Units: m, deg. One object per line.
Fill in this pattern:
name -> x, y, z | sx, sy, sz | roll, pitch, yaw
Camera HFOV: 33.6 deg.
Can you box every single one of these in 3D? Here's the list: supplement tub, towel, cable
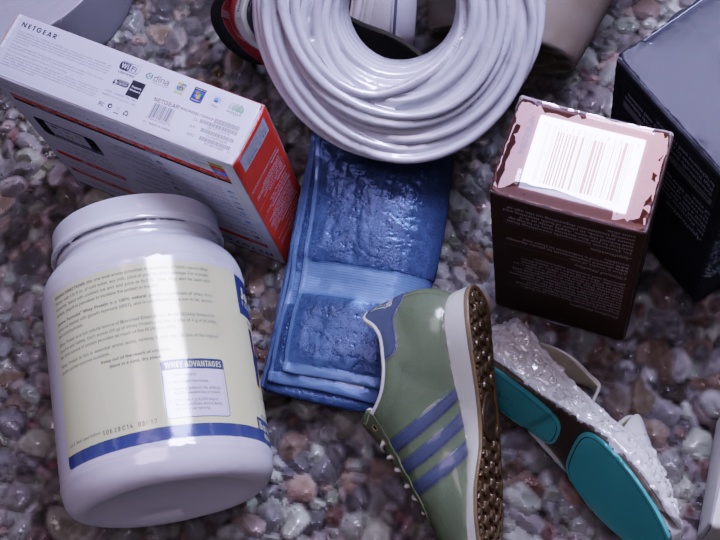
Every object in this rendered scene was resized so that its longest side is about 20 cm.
supplement tub -> -0.145, 0.064, 0.832 | 0.143, 0.145, 0.202 | -13, 68, 3
towel -> 0.000, 0.000, 0.869 | 0.110, 0.049, 0.202 | 10, 82, 11
cable -> 0.025, -0.177, 0.811 | 0.197, 0.069, 0.202 | 12, 109, 0

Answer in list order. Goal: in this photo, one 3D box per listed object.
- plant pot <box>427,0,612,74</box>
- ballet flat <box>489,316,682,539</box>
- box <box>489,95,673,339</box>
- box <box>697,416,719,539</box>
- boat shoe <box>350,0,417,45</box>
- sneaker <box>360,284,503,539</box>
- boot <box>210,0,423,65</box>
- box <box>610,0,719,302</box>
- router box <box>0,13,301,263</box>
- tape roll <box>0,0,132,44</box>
plant pot -> 0.129, -0.249, 0.902 | 0.198, 0.200, 0.176 | 13, 88, 13
ballet flat -> 0.155, 0.104, 0.818 | 0.072, 0.072, 0.200 | -42, 70, -9
box -> 0.144, -0.028, 0.794 | 0.099, 0.200, 0.076 | 16, 70, 13
box -> 0.326, 0.153, 0.765 | 0.198, 0.078, 0.096 | 12, 72, 12
boat shoe -> 0.011, -0.272, 0.934 | 0.069, 0.071, 0.202 | 1, 108, -2
sneaker -> 0.045, 0.111, 0.811 | 0.089, 0.067, 0.203 | -2, 96, 22
boot -> -0.023, -0.160, 0.940 | 0.199, 0.144, 0.073 | 32, 88, -20
box -> 0.278, -0.107, 0.804 | 0.196, 0.200, 0.118 | -34, 68, -5
router box -> -0.148, -0.091, 0.872 | 0.198, 0.180, 0.049 | 22, 74, 15
tape roll -> -0.293, -0.264, 1.019 | 0.198, 0.066, 0.203 | -2, 70, 7
